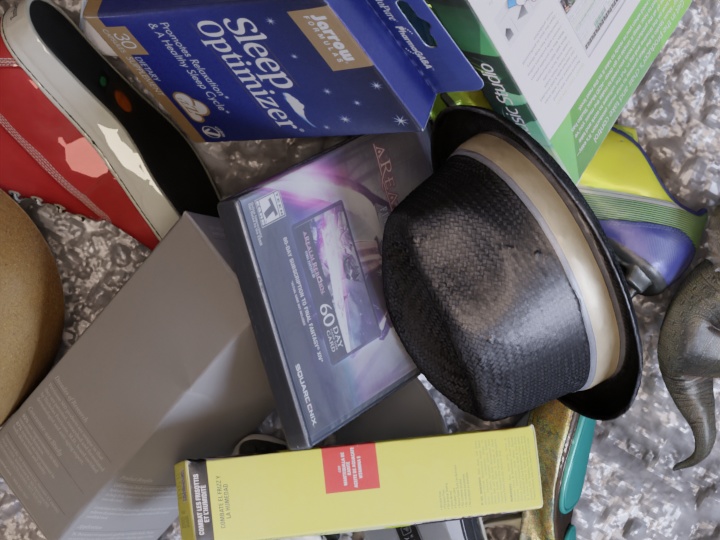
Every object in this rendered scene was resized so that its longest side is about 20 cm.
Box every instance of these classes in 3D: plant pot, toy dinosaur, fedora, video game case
[{"bbox_3d":[-0.284,0.057,1.381,0.185,0.200,0.188,5,117,9],"label":"plant pot"},{"bbox_3d":[0.219,0.026,1.451,0.102,0.077,0.201,19,123,-22],"label":"toy dinosaur"},{"bbox_3d":[0.071,0.012,1.379,0.091,0.200,0.202,-31,100,-20],"label":"fedora"},{"bbox_3d":[0.000,0.000,1.402,0.019,0.200,0.144,-8,103,37],"label":"video game case"}]

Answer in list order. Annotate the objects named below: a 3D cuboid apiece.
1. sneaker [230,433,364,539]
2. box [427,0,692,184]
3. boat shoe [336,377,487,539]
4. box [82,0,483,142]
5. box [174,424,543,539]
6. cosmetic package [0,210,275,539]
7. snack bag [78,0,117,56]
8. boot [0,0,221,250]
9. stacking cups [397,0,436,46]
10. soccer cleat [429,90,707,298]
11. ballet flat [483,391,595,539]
[{"bbox_3d":[-0.027,0.183,1.475,0.081,0.075,0.200,-26,118,20],"label":"sneaker"},{"bbox_3d":[0.107,-0.162,1.357,0.145,0.036,0.200,-56,137,-20],"label":"box"},{"bbox_3d":[0.043,0.153,1.467,0.073,0.068,0.200,-29,62,13],"label":"boat shoe"},{"bbox_3d":[-0.043,-0.121,1.353,0.199,0.033,0.121,-2,145,35],"label":"box"},{"bbox_3d":[-0.002,0.122,1.382,0.198,0.075,0.051,-4,84,-9],"label":"box"},{"bbox_3d":[-0.112,0.067,1.426,0.200,0.107,0.090,-50,63,15],"label":"cosmetic package"},{"bbox_3d":[-0.075,-0.210,1.405,0.199,0.021,0.190,8,100,23],"label":"snack bag"},{"bbox_3d":[-0.182,-0.049,1.458,0.144,0.073,0.200,-34,108,23],"label":"boot"},{"bbox_3d":[0.017,-0.153,1.434,0.199,0.061,0.061,-13,100,4],"label":"stacking cups"},{"bbox_3d":[0.119,-0.067,1.455,0.200,0.065,0.084,40,73,-3],"label":"soccer cleat"},{"bbox_3d":[0.105,0.145,1.488,0.070,0.071,0.202,5,101,0],"label":"ballet flat"}]
